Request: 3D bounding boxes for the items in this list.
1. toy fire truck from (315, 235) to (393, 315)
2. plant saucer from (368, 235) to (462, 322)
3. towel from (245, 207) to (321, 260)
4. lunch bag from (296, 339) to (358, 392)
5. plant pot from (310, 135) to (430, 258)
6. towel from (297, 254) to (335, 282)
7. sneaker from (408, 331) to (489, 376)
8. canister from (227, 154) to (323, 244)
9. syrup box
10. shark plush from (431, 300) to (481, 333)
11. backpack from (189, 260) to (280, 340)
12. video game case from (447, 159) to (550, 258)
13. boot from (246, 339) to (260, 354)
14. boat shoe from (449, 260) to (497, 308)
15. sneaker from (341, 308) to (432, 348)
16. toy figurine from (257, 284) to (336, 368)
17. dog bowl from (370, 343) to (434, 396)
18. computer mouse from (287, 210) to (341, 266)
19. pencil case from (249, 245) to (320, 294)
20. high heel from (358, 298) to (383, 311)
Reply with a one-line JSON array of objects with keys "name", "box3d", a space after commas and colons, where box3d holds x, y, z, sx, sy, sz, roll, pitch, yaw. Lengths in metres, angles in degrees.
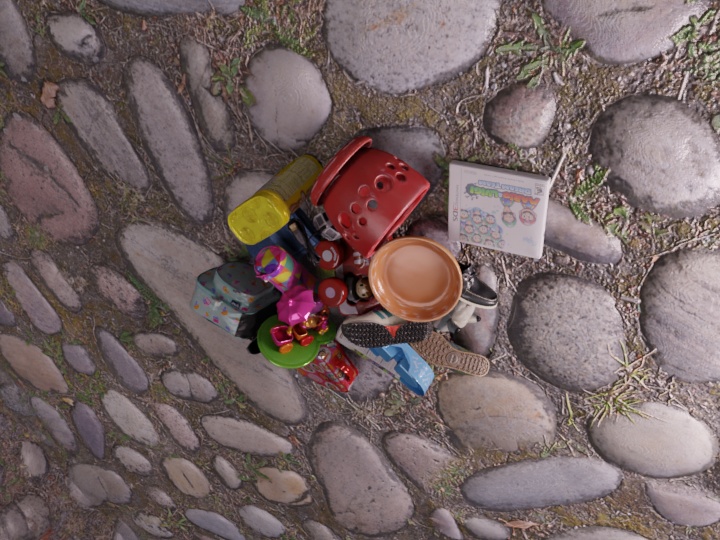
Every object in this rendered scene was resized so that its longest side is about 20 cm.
[{"name": "toy fire truck", "box3d": [0.000, 0.000, 1.693, 0.167, 0.112, 0.201, -3, 97, 28]}, {"name": "plant saucer", "box3d": [0.116, 0.014, 1.603, 0.199, 0.037, 0.201, 8, 120, 14]}, {"name": "towel", "box3d": [-0.184, -0.067, 1.796, 0.112, 0.049, 0.200, 49, 133, -10]}, {"name": "lunch bag", "box3d": [-0.092, 0.228, 1.928, 0.176, 0.082, 0.200, 16, 152, 34]}, {"name": "plant pot", "box3d": [0.012, -0.154, 1.542, 0.182, 0.200, 0.201, 40, 134, 1]}, {"name": "towel", "box3d": [-0.150, -0.029, 1.854, 0.199, 0.023, 0.144, 11, 128, 22]}, {"name": "sneaker", "box3d": [0.191, 0.193, 1.763, 0.199, 0.067, 0.090, 24, 170, -7]}, {"name": "canister", "box3d": [-0.175, -0.156, 1.648, 0.148, 0.200, 0.087, -26, 108, 41]}, {"name": "syrup box", "box3d": [0.047, 0.172, 1.850, 0.199, 0.079, 0.082, 32, 134, 6]}, {"name": "shark plush", "box3d": [0.190, 0.092, 1.741, 0.200, 0.091, 0.084, -10, 99, 59]}, {"name": "backpack", "box3d": [-0.319, 0.064, 1.923, 0.199, 0.176, 0.154, 20, 115, 18]}, {"name": "video game case", "box3d": [0.272, -0.121, 1.532, 0.199, 0.024, 0.183, 13, 129, 21]}, {"name": "boot", "box3d": [-0.210, 0.169, 1.986, 0.199, 0.097, 0.075, -21, 112, 40]}, {"name": "boat shoe", "box3d": [0.212, 0.009, 1.633, 0.199, 0.074, 0.066, 33, 127, 12]}, {"name": "sneaker", "box3d": [0.055, 0.114, 1.690, 0.199, 0.094, 0.071, -3, 120, -4]}, {"name": "toy figurine", "box3d": [-0.127, 0.107, 1.747, 0.151, 0.199, 0.184, 60, 150, 27]}, {"name": "dog bowl", "box3d": [0.087, 0.196, 1.741, 0.200, 0.050, 0.112, 45, 163, 7]}, {"name": "computer mouse", "box3d": [-0.063, -0.094, 1.634, 0.110, 0.200, 0.044, 51, 142, 8]}, {"name": "pencil case", "box3d": [-0.168, 0.016, 1.769, 0.088, 0.089, 0.200, -1, 156, 31]}, {"name": "high heel", "box3d": [0.088, 0.039, 1.749, 0.096, 0.068, 0.200, 26, 127, -24]}]
